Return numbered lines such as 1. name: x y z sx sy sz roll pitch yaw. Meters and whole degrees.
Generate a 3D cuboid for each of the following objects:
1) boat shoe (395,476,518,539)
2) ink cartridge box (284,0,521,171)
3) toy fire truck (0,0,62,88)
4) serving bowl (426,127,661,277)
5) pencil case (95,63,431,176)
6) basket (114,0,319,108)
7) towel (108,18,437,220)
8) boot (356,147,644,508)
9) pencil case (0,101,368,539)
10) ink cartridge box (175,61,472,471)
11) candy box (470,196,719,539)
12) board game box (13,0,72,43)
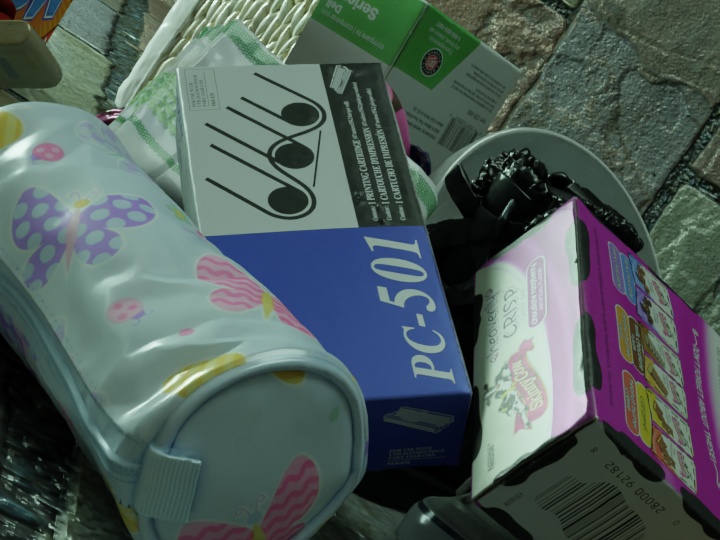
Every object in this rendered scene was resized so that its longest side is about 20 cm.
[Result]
1. boat shoe: 0.090 0.106 0.717 0.074 0.086 0.201 39 8 32
2. ink cartridge box: 0.000 -0.085 1.104 0.084 0.201 0.146 35 6 31
3. toy fire truck: -0.203 -0.106 0.720 0.200 0.129 0.176 51 14 27
4. serving bowl: 0.084 0.025 0.934 0.199 0.202 0.066 30 -25 -32
5. pencil case: -0.057 -0.053 0.875 0.090 0.095 0.199 14 20 40
6. basket: -0.043 -0.145 1.301 0.161 0.201 0.198 42 11 36
7. towel: -0.053 -0.029 0.758 0.149 0.031 0.200 36 40 0
8. boot: 0.073 0.039 0.774 0.073 0.163 0.198 41 10 37
9. pencil case: -0.080 0.016 0.558 0.090 0.084 0.200 19 16 -45
10. ink cartridge box: -0.021 -0.007 0.672 0.093 0.044 0.201 -3 45 -11
11. candy box: 0.129 0.085 0.642 0.200 0.061 0.137 41 29 -22
12. board game box: -0.277 -0.274 1.078 0.199 0.201 0.200 35 7 5
